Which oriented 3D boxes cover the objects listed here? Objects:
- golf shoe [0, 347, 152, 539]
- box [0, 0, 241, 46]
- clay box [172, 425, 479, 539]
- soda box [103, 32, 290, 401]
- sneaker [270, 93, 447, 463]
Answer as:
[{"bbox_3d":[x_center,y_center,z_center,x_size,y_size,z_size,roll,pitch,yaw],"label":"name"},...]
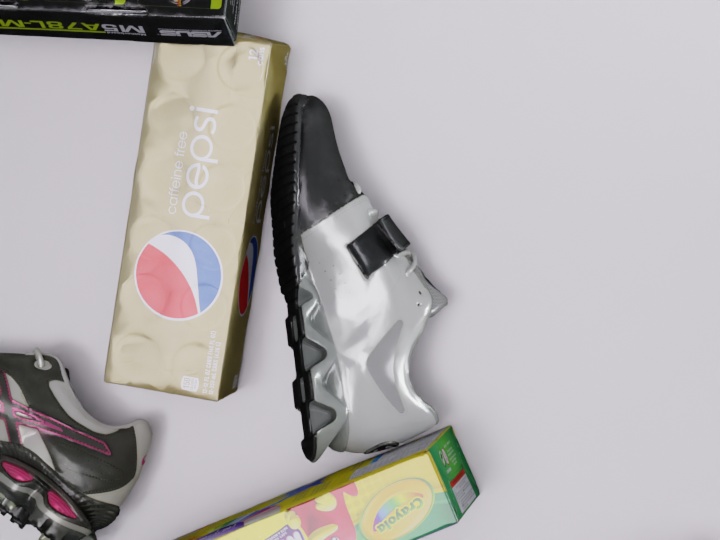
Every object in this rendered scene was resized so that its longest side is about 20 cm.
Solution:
[{"bbox_3d":[-0.212,0.074,1.648,0.200,0.077,0.088,36,77,2],"label":"golf shoe"},{"bbox_3d":[-0.153,-0.225,1.598,0.193,0.048,0.201,3,73,6],"label":"box"},{"bbox_3d":[-0.039,0.147,1.595,0.200,0.115,0.048,-24,90,9],"label":"clay box"},{"bbox_3d":[-0.089,-0.033,1.619,0.068,0.064,0.201,10,95,8],"label":"soda box"},{"bbox_3d":[0.000,0.000,1.612,0.088,0.074,0.201,-8,90,-10],"label":"sneaker"}]
